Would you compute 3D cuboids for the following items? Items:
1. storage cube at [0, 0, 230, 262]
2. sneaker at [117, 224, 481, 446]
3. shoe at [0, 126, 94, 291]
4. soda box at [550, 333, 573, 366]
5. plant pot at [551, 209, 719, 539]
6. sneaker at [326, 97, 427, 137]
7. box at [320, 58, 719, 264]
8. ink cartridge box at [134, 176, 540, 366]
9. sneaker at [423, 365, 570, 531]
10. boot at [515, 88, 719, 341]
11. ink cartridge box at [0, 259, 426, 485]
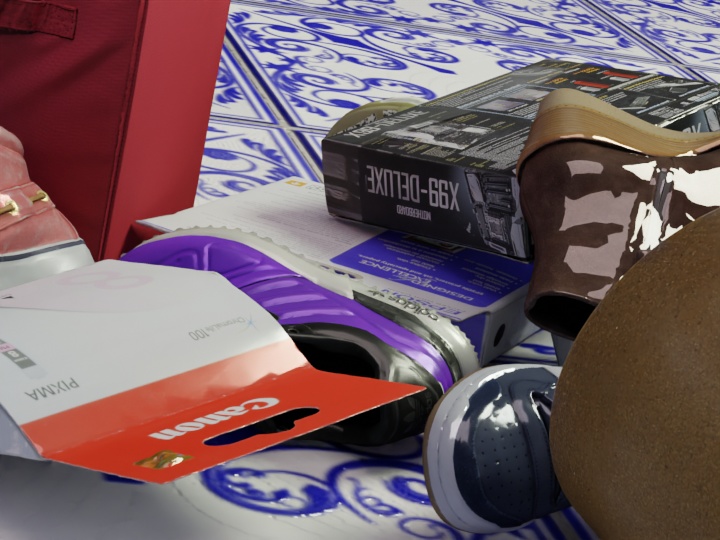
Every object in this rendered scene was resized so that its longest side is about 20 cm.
[{"bbox_3d":[-0.184,-0.104,1.254,0.171,0.180,0.200,14,16,10],"label":"storage cube"},{"bbox_3d":[-0.050,0.035,1.078,0.200,0.070,0.100,16,23,22],"label":"sneaker"},{"bbox_3d":[-0.207,-0.016,1.077,0.091,0.071,0.200,59,24,6],"label":"shoe"},{"bbox_3d":[0.205,0.024,1.245,0.200,0.068,0.063,4,58,-24],"label":"soda box"},{"bbox_3d":[0.197,0.096,0.850,0.186,0.187,0.200,3,31,-25],"label":"plant pot"},{"bbox_3d":[0.036,-0.055,1.428,0.089,0.077,0.200,-20,30,-39],"label":"sneaker"},{"bbox_3d":[0.102,-0.069,1.295,0.200,0.050,0.158,-23,26,-40],"label":"box"},{"bbox_3d":[0.000,0.000,1.271,0.198,0.043,0.200,17,15,21],"label":"ink cartridge box"},{"bbox_3d":[0.122,0.071,0.987,0.108,0.070,0.200,-8,-2,39],"label":"sneaker"},{"bbox_3d":[0.171,-0.006,1.148,0.200,0.072,0.166,17,43,-12],"label":"boot"},{"bbox_3d":[-0.099,0.038,0.961,0.200,0.057,0.162,0,12,42],"label":"ink cartridge box"}]
